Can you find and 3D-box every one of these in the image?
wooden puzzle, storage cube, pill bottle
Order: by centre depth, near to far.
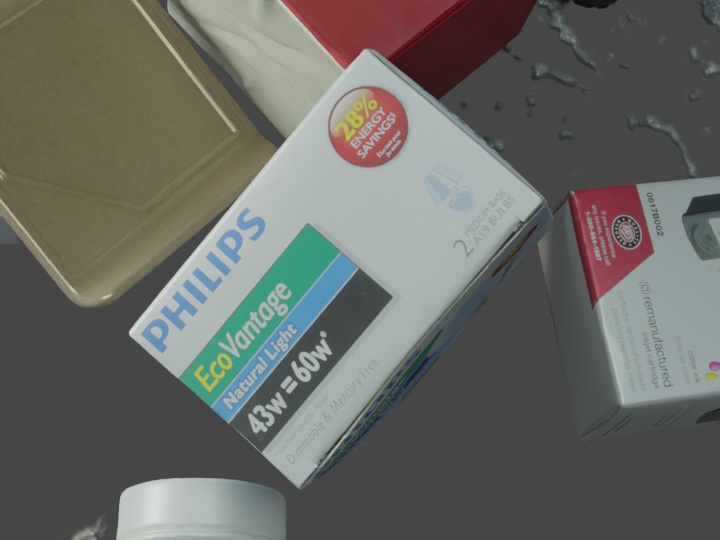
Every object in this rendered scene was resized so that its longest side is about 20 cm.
[{"bbox_3d":[-0.088,0.221,0.904,0.113,0.113,0.201,4,69,-10],"label":"pill bottle"},{"bbox_3d":[-0.169,-0.096,1.021,0.200,0.037,0.185,49,52,-3],"label":"wooden puzzle"},{"bbox_3d":[-0.001,-0.194,1.040,0.180,0.200,0.171,-40,82,-16],"label":"storage cube"}]

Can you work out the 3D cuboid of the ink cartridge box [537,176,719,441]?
[{"bbox_3d":[0.227,0.019,1.063,0.199,0.086,0.148,-7,71,-13],"label":"ink cartridge box"}]

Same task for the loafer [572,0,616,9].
[{"bbox_3d":[0.177,-0.282,1.176,0.068,0.070,0.201,12,67,-7],"label":"loafer"}]

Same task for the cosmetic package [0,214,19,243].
[{"bbox_3d":[-0.307,-0.096,1.016,0.199,0.052,0.151,1,72,-12],"label":"cosmetic package"}]

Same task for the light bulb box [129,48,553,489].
[{"bbox_3d":[0.000,0.000,0.926,0.125,0.200,0.198,41,95,6],"label":"light bulb box"}]
